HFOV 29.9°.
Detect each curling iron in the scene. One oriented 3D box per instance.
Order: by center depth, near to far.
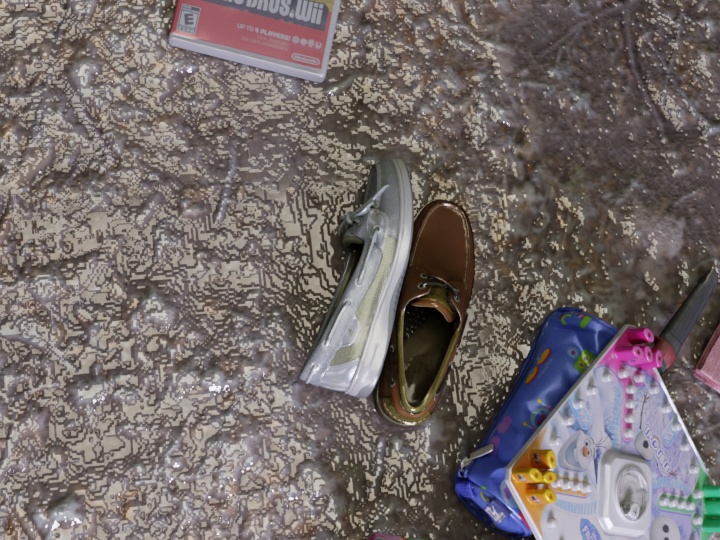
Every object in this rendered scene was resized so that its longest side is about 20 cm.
[{"bbox_3d":[0.258,0.073,1.171,0.025,0.050,0.201,37,68,-1],"label":"curling iron"}]

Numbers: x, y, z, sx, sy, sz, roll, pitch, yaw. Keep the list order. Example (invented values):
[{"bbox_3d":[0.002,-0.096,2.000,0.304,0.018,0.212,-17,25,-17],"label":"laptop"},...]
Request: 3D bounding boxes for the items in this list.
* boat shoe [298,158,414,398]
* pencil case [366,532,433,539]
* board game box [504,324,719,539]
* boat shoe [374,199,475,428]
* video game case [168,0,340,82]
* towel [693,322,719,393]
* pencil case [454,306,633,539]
[{"bbox_3d":[-0.001,0.001,1.123,0.064,0.074,0.205,14,81,-11],"label":"boat shoe"},{"bbox_3d":[0.088,0.260,1.071,0.197,0.087,0.089,11,75,-9],"label":"pencil case"},{"bbox_3d":[0.217,0.179,1.075,0.200,0.026,0.202,-42,110,-36],"label":"board game box"},{"bbox_3d":[0.063,0.031,1.128,0.071,0.068,0.203,12,75,-7],"label":"boat shoe"},{"bbox_3d":[-0.081,-0.278,1.202,0.141,0.017,0.203,13,75,-7],"label":"video game case"},{"bbox_3d":[0.407,0.093,1.203,0.199,0.023,0.145,37,71,-2],"label":"towel"},{"bbox_3d":[0.149,0.123,1.117,0.087,0.078,0.201,41,71,-23],"label":"pencil case"}]
